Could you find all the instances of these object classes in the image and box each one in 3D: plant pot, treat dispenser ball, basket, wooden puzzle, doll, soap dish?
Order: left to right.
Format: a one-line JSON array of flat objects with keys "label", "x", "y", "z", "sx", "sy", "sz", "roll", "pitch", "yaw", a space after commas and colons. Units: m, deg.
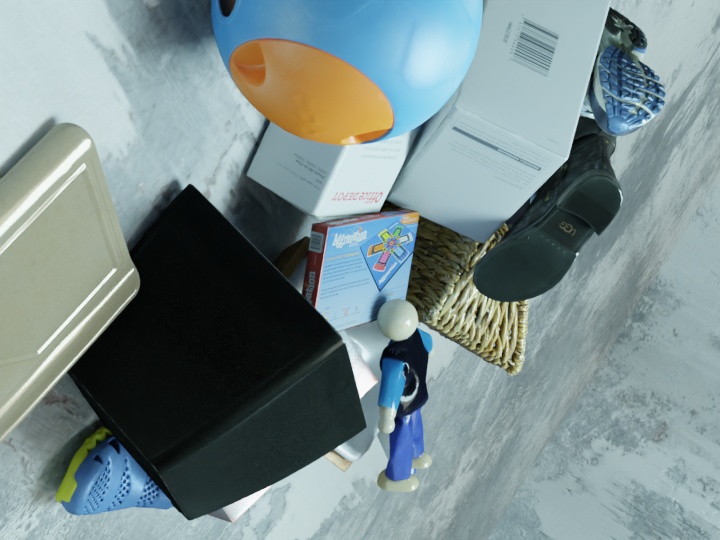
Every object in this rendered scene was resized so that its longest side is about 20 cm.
[{"label": "wooden puzzle", "x": -0.245, "y": 0.012, "z": 1.086, "sx": 0.185, "sy": 0.037, "sz": 0.201, "roll": -50, "pitch": 155, "yaw": -23}, {"label": "plant pot", "x": -0.131, "y": 0.088, "z": 1.262, "sx": 0.177, "sy": 0.199, "sz": 0.200, "roll": -40, "pitch": 156, "yaw": -15}, {"label": "soap dish", "x": -0.043, "y": 0.083, "z": 1.502, "sx": 0.200, "sy": 0.081, "sz": 0.158, "roll": 42, "pitch": 75, "yaw": -33}, {"label": "treat dispenser ball", "x": -0.010, "y": -0.193, "z": 1.105, "sx": 0.201, "sy": 0.200, "sz": 0.202, "roll": -49, "pitch": 159, "yaw": -26}, {"label": "doll", "x": 0.041, "y": 0.119, "z": 1.466, "sx": 0.137, "sy": 0.048, "sz": 0.202, "roll": -52, "pitch": 146, "yaw": -54}, {"label": "basket", "x": 0.104, "y": -0.002, "z": 1.625, "sx": 0.148, "sy": 0.200, "sz": 0.143, "roll": 31, "pitch": 88, "yaw": -34}]

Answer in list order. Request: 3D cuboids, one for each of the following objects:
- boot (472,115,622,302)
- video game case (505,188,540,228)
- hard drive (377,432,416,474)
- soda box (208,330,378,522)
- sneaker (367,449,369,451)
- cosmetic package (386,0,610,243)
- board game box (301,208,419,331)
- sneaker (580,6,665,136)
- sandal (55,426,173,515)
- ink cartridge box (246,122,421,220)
[{"label": "boot", "x": 0.195, "y": -0.071, "z": 1.508, "sx": 0.200, "sy": 0.069, "sz": 0.175, "roll": -41, "pitch": -161, "yaw": 25}, {"label": "video game case", "x": 0.152, "y": -0.119, "z": 1.641, "sx": 0.019, "sy": 0.143, "sz": 0.202, "roll": 7, "pitch": 83, "yaw": -29}, {"label": "hard drive", "x": 0.010, "y": 0.117, "z": 1.649, "sx": 0.025, "sy": 0.201, "sz": 0.132, "roll": -21, "pitch": 152, "yaw": -8}, {"label": "soda box", "x": -0.079, "y": 0.138, "z": 1.389, "sx": 0.200, "sy": 0.069, "sz": 0.063, "roll": -43, "pitch": -160, "yaw": -25}, {"label": "sneaker", "x": -0.018, "y": 0.163, "z": 1.662, "sx": 0.078, "sy": 0.099, "sz": 0.200, "roll": -57, "pitch": -167, "yaw": -16}, {"label": "cosmetic package", "x": 0.131, "y": -0.167, "z": 1.454, "sx": 0.200, "sy": 0.122, "sz": 0.201, "roll": 132, "pitch": -20, "yaw": -61}, {"label": "board game box", "x": 0.000, "y": 0.000, "z": 1.400, "sx": 0.200, "sy": 0.019, "sz": 0.104, "roll": -13, "pitch": 115, "yaw": -64}, {"label": "sneaker", "x": 0.239, "y": -0.175, "z": 1.458, "sx": 0.085, "sy": 0.077, "sz": 0.201, "roll": -55, "pitch": -167, "yaw": 32}, {"label": "sandal", "x": -0.199, "y": 0.186, "z": 1.378, "sx": 0.080, "sy": 0.087, "sz": 0.200, "roll": -61, "pitch": 160, "yaw": 19}, {"label": "ink cartridge box", "x": -0.002, "y": -0.153, "z": 1.363, "sx": 0.145, "sy": 0.087, "sz": 0.201, "roll": -8, "pitch": 125, "yaw": -66}]
